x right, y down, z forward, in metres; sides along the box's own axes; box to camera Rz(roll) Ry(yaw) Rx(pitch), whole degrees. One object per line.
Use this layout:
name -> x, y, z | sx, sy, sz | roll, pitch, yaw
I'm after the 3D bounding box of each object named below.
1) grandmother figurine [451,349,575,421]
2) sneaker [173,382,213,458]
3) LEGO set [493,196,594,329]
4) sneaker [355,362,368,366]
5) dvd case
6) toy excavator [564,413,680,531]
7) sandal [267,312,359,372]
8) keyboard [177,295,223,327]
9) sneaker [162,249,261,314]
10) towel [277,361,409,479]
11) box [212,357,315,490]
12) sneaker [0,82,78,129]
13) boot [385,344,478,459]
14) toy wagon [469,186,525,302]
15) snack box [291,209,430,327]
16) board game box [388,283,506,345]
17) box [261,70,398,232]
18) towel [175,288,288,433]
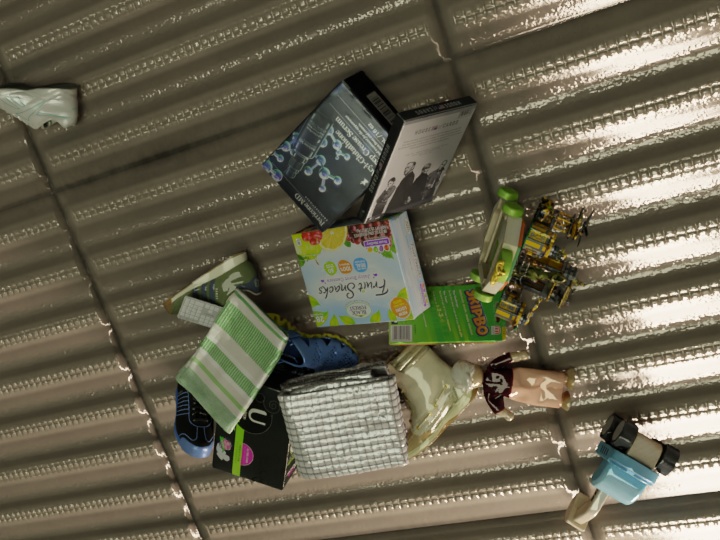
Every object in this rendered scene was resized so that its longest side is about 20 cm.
grandmother figurine -> 0.248, 0.189, 1.428 | 0.198, 0.061, 0.123 | 10, 90, 3
sneaker -> -0.302, 0.248, 1.578 | 0.069, 0.201, 0.078 | 8, 122, -26
LEGO set -> 0.293, 0.000, 1.312 | 0.115, 0.154, 0.202 | 22, 118, 9
sneaker -> -0.013, 0.266, 1.529 | 0.072, 0.085, 0.201 | 3, 123, -24
dvd case -> 0.083, -0.164, 1.290 | 0.025, 0.149, 0.201 | 49, 139, 26
toy excavator -> 0.411, 0.347, 1.421 | 0.099, 0.194, 0.201 | 31, 88, 4
sandal -> -0.097, 0.146, 1.513 | 0.198, 0.087, 0.080 | 17, 113, -7
keyboard -> -0.225, 0.094, 1.542 | 0.198, 0.011, 0.056 | 19, 134, -14
sneaker -> -0.262, 0.049, 1.549 | 0.199, 0.067, 0.090 | -31, 93, 22
towel -> -0.024, 0.247, 1.438 | 0.198, 0.086, 0.167 | -11, 103, 7
box -> -0.175, 0.268, 1.574 | 0.147, 0.124, 0.202 | 14, 112, 13
sneaker -> -0.592, -0.290, 1.529 | 0.198, 0.070, 0.081 | 5, 114, 15
boot -> 0.088, 0.223, 1.501 | 0.154, 0.072, 0.200 | 41, 109, -1
toy wagon -> 0.209, -0.030, 1.297 | 0.039, 0.200, 0.157 | 14, 114, -4
snack box -> 0.000, 0.000, 1.423 | 0.198, 0.068, 0.170 | -5, 105, 35
board game box -> 0.144, 0.074, 1.432 | 0.198, 0.030, 0.097 | -3, 80, 21
box -> -0.030, -0.188, 1.367 | 0.149, 0.107, 0.200 | 47, 117, -4
towel -> -0.220, 0.152, 1.479 | 0.152, 0.023, 0.201 | 39, 99, 26
